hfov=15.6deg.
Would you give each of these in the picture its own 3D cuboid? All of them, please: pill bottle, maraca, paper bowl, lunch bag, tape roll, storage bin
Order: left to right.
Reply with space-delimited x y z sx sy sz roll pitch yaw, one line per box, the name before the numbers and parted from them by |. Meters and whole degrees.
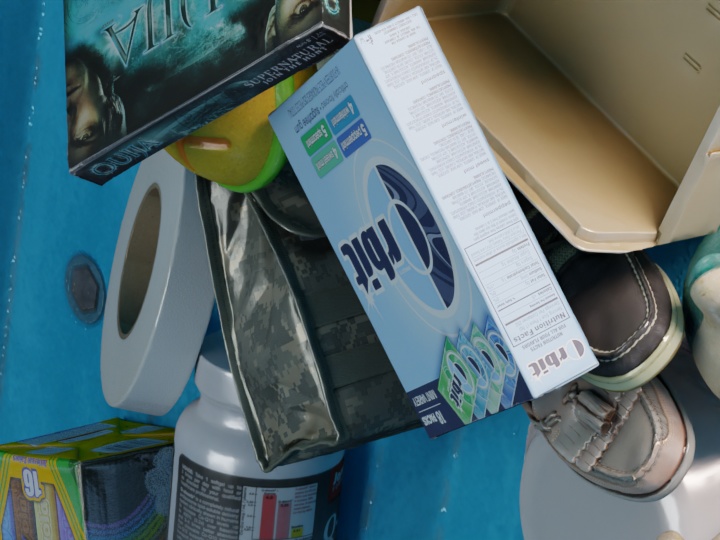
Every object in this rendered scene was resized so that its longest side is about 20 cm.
tape roll | -0.133 -0.003 1.780 0.203 0.037 0.204 -168 90 -74
maraca | -0.087 -0.143 1.510 0.137 0.106 0.201 -27 79 54
pill bottle | -0.070 0.147 1.752 0.116 0.115 0.202 26 118 44
lunch bag | 0.000 0.000 1.595 0.117 0.163 0.201 -27 78 55
storage bin | 0.124 -0.144 1.304 0.199 0.093 0.201 49 132 33
paper bowl | 0.167 0.133 1.475 0.200 0.104 0.202 17 113 48

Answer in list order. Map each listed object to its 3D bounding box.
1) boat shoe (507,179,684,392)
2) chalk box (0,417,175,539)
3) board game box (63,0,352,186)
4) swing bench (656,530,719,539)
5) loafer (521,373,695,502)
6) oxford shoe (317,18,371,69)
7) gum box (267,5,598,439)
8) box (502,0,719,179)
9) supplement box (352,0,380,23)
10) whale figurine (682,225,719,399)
boat shoe | 0.105 -0.009 1.384 0.072 0.066 0.201 -41 33 9
chalk box | -0.179 0.219 1.894 0.123 0.124 0.202 5 101 49
board game box | -0.086 -0.144 1.416 0.199 0.028 0.136 -27 56 37
swing bench | 0.286 0.179 1.284 0.198 0.130 0.201 -12 108 50
loafer | 0.106 0.057 1.418 0.072 0.063 0.200 -55 35 11
oxford shoe | 0.005 -0.155 1.642 0.200 0.057 0.076 3 108 65
gum box | 0.034 -0.019 1.376 0.201 0.044 0.170 64 160 2
box | 0.179 -0.144 1.393 0.148 0.104 0.201 54 135 26
supplement box | 0.019 -0.278 1.482 0.197 0.132 0.201 -42 64 21
whale figurine | 0.232 -0.015 1.328 0.201 0.158 0.104 103 153 -50
